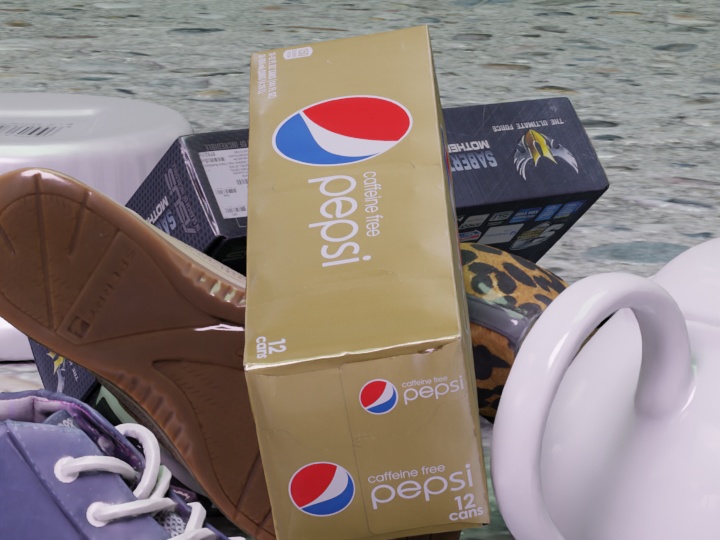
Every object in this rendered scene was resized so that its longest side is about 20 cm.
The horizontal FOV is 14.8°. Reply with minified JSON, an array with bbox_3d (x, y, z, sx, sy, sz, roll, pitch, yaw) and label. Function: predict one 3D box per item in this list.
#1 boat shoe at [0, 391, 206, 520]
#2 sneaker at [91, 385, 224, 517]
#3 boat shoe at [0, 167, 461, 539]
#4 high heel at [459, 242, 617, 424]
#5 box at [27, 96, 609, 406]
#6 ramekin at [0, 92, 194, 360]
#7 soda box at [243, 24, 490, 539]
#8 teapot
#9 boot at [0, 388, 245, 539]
[{"bbox_3d":[-0.143,0.069,0.957,0.199,0.065,0.072,7,13,28],"label":"boat shoe"},{"bbox_3d":[-0.025,0.030,1.055,0.072,0.083,0.200,44,28,16],"label":"sneaker"},{"bbox_3d":[-0.048,0.035,0.951,0.200,0.072,0.065,36,3,1],"label":"boat shoe"},{"bbox_3d":[0.094,0.046,0.987,0.199,0.072,0.143,24,-2,-18],"label":"high heel"},{"bbox_3d":[-0.018,-0.003,1.145,0.199,0.051,0.158,-7,-25,-36],"label":"box"},{"bbox_3d":[-0.168,-0.026,1.335,0.199,0.098,0.201,1,11,0],"label":"ramekin"},{"bbox_3d":[0.000,0.000,0.862,0.064,0.068,0.200,-9,30,3],"label":"soda box"},{"bbox_3d":[0.139,0.049,0.877,0.196,0.147,0.200,1,13,2],"label":"teapot"},{"bbox_3d":[-0.066,0.087,0.814,0.199,0.091,0.073,4,12,16],"label":"boot"}]
